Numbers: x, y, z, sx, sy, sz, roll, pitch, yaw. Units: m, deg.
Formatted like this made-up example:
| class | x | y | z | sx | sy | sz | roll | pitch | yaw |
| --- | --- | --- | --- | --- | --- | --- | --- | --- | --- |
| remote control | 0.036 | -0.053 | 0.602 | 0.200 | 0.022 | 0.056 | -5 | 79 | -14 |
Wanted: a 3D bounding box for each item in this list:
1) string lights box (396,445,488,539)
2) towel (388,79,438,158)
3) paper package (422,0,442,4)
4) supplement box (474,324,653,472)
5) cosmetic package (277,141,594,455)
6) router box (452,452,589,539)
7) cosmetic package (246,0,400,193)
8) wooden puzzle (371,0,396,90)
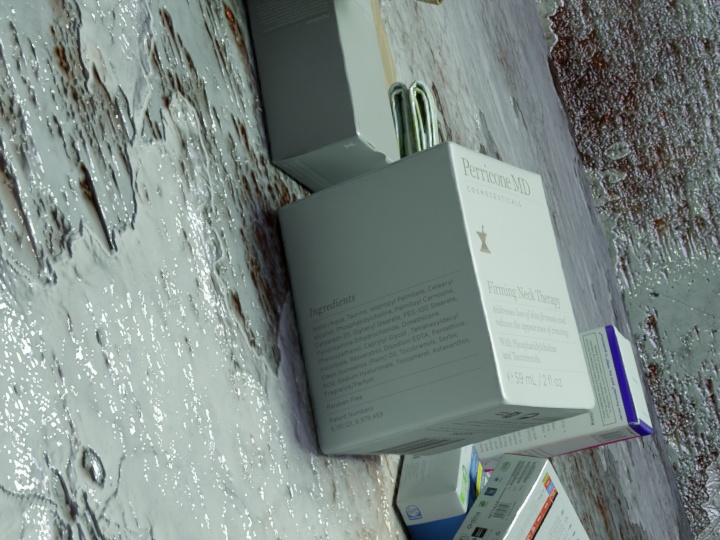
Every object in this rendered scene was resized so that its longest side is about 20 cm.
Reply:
| class | x | y | z | sx | sy | sz | roll | pitch | yaw |
| --- | --- | --- | --- | --- | --- | --- | --- | --- | --- |
| string lights box | 0.096 | 0.250 | 1.239 | 0.103 | 0.059 | 0.201 | -74 | 145 | -59 |
| towel | 0.061 | -0.092 | 1.364 | 0.200 | 0.048 | 0.173 | 15 | 72 | -85 |
| paper package | -0.015 | -0.326 | 1.086 | 0.189 | 0.104 | 0.201 | 9 | 44 | -31 |
| supplement box | 0.176 | 0.133 | 1.365 | 0.101 | 0.199 | 0.104 | 32 | 43 | -67 |
| cosmetic package | 0.059 | 0.031 | 1.078 | 0.167 | 0.165 | 0.202 | 10 | 64 | -57 |
| router box | 0.131 | 0.291 | 1.168 | 0.200 | 0.049 | 0.180 | -53 | 127 | -35 |
| cosmetic package | -0.033 | -0.176 | 1.156 | 0.107 | 0.090 | 0.202 | 34 | 46 | -63 |
| wooden puzzle | 0.001 | -0.205 | 1.342 | 0.186 | 0.046 | 0.201 | -87 | 168 | -47 |
